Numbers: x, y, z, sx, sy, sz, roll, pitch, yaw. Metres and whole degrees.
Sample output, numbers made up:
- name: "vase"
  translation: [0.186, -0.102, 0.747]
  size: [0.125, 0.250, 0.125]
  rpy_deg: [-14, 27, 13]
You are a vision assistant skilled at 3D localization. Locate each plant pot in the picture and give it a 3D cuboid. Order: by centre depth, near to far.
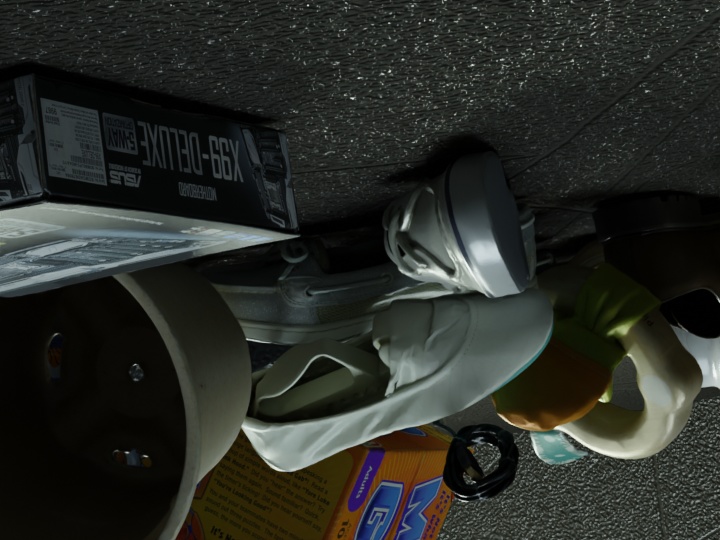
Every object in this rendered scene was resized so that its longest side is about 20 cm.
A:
- name: "plant pot"
  translation: [-0.145, 0.066, 1.240]
  size: [0.199, 0.202, 0.183]
  rpy_deg: [-11, -178, 17]

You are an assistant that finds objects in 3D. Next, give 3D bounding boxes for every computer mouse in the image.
- name: "computer mouse"
  translation: [0.040, 0.075, 1.321]
  size: [0.058, 0.034, 0.200]
  rpy_deg: [-18, -157, -13]

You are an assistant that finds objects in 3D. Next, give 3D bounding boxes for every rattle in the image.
- name: "rattle"
  translation: [0.103, 0.092, 1.413]
  size: [0.130, 0.143, 0.200]
  rpy_deg: [40, 145, -11]

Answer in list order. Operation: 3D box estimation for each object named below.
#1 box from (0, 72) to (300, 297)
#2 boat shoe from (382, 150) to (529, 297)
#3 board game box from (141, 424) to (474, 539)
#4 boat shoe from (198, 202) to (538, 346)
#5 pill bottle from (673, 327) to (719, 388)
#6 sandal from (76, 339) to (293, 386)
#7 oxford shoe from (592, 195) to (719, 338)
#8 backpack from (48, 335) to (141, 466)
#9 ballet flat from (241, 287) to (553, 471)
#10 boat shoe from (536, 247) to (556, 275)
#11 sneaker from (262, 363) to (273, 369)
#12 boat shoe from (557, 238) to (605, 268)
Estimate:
- name: "box"
  translation: [-0.140, -0.030, 0.977]
  size: [0.157, 0.050, 0.200]
  rpy_deg: [-12, 172, 25]
- name: "boat shoe"
  translation: [0.046, -0.018, 1.219]
  size: [0.069, 0.072, 0.200]
  rpy_deg: [-12, 179, 6]
- name: "board game box"
  translation: [-0.073, 0.175, 1.700]
  size: [0.199, 0.201, 0.200]
  rpy_deg: [26, -173, 23]
- name: "boat shoe"
  translation: [0.001, 0.000, 1.345]
  size: [0.200, 0.065, 0.074]
  rpy_deg: [-3, -164, 0]
- name: "pill bottle"
  translation: [0.293, 0.027, 1.613]
  size: [0.198, 0.117, 0.116]
  rpy_deg: [-10, 172, 10]
- name: "sandal"
  translation: [-0.087, 0.034, 1.412]
  size: [0.199, 0.076, 0.045]
  rpy_deg: [-20, -137, -35]
- name: "oxford shoe"
  translation: [0.212, 0.002, 1.468]
  size: [0.072, 0.085, 0.199]
  rpy_deg: [-17, 170, 41]
- name: "backpack"
  translation: [-0.247, 0.116, 1.555]
  size: [0.198, 0.155, 0.190]
  rpy_deg: [-17, 179, 13]
- name: "ballet flat"
  translation: [0.010, 0.053, 1.293]
  size: [0.199, 0.070, 0.069]
  rpy_deg: [-26, 165, 29]
- name: "boat shoe"
  translation: [0.056, 0.014, 1.465]
  size: [0.199, 0.062, 0.075]
  rpy_deg: [-3, 169, -40]
- name: "sneaker"
  translation: [-0.038, 0.044, 1.579]
  size: [0.198, 0.061, 0.104]
  rpy_deg: [-1, 175, -9]
- name: "boat shoe"
  translation: [0.139, 0.028, 1.617]
  size: [0.073, 0.070, 0.200]
  rpy_deg: [-4, 148, -17]
